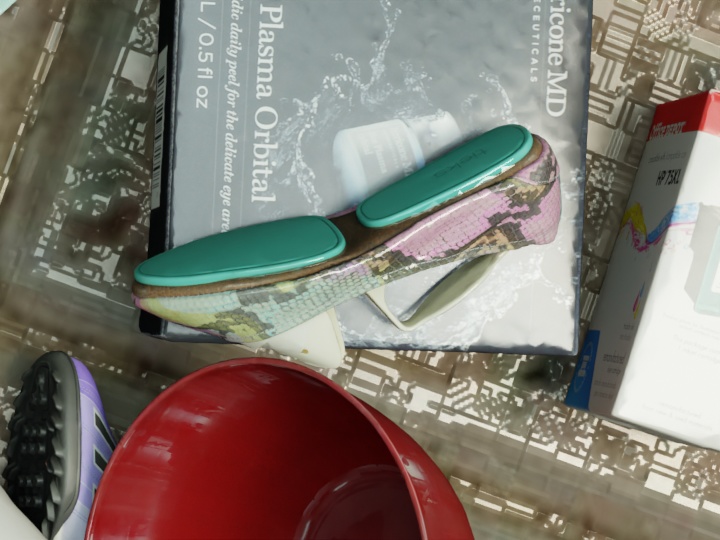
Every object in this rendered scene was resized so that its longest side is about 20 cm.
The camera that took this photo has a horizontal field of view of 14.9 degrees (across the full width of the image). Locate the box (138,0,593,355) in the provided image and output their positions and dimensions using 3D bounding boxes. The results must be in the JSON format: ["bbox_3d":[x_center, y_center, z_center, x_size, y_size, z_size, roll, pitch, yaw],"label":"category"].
[{"bbox_3d":[0.001,-0.062,1.309,0.199,0.117,0.198,2,90,-9],"label":"box"}]

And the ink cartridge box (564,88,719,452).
[{"bbox_3d":[0.168,-0.018,1.330,0.067,0.116,0.201,17,87,-7],"label":"ink cartridge box"}]

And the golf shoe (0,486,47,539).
[{"bbox_3d":[-0.201,0.073,1.286,0.200,0.078,0.095,38,75,11],"label":"golf shoe"}]

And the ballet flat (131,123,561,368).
[{"bbox_3d":[0.000,0.000,1.223,0.199,0.069,0.072,-21,114,-7],"label":"ballet flat"}]

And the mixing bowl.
[{"bbox_3d":[-0.020,0.141,1.262,0.199,0.108,0.202,-3,84,37],"label":"mixing bowl"}]

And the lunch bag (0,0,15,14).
[{"bbox_3d":[-0.239,-0.155,1.220,0.122,0.200,0.171,-44,102,-25],"label":"lunch bag"}]

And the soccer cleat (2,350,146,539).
[{"bbox_3d":[-0.124,0.138,1.325,0.073,0.068,0.201,-4,87,-30],"label":"soccer cleat"}]
